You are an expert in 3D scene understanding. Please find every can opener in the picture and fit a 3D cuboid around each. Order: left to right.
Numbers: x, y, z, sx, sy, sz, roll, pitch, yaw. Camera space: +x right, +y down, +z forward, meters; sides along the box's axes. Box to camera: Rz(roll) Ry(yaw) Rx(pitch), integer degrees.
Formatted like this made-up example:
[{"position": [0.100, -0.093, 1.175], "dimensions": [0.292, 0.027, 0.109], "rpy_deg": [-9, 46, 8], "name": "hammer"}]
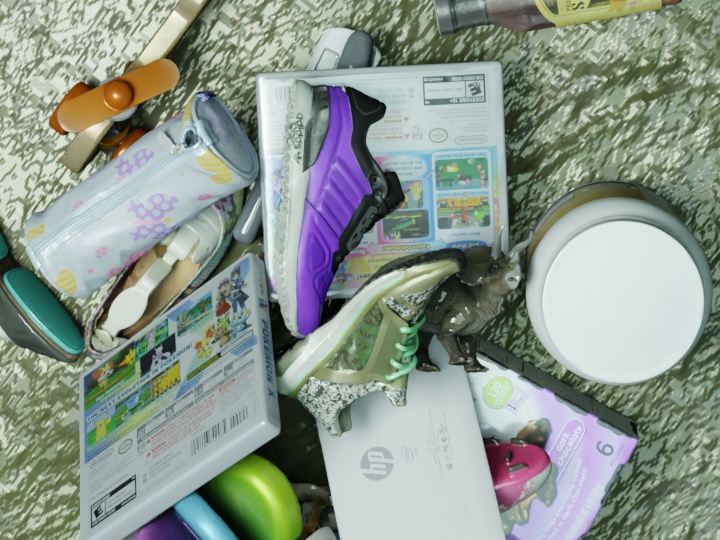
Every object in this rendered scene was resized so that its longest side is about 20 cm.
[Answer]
[{"position": [-0.045, -0.107, 1.659], "dimensions": [0.053, 0.067, 0.201], "rpy_deg": [26, 92, 0], "name": "can opener"}]

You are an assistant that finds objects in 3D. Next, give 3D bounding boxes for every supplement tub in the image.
[{"position": [0.201, 0.009, 1.592], "dimensions": [0.143, 0.200, 0.146], "rpy_deg": [1, 98, 4], "name": "supplement tub"}]

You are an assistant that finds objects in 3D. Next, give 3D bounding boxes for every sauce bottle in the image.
[{"position": [0.158, -0.226, 1.630], "dimensions": [0.198, 0.066, 0.067], "rpy_deg": [-12, 97, 5], "name": "sauce bottle"}]

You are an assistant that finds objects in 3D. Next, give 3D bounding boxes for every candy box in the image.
[{"position": [0.105, 0.157, 1.685], "dimensions": [0.199, 0.072, 0.169], "rpy_deg": [28, 100, 0], "name": "candy box"}]

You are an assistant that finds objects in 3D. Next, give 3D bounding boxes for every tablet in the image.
[{"position": [0.034, 0.148, 1.598], "dimensions": [0.129, 0.014, 0.202], "rpy_deg": [-18, 63, 10], "name": "tablet"}]

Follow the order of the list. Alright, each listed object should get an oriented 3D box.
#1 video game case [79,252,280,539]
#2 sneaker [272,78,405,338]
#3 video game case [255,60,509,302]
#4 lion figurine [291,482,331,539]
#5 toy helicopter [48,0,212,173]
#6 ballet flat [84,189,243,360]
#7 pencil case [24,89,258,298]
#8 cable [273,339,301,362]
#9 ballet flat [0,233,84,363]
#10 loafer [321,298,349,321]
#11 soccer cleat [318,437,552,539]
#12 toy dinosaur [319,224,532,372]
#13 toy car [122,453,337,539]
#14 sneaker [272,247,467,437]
[{"position": [-0.147, 0.104, 1.591], "dimensions": [0.199, 0.183, 0.022], "rpy_deg": [-35, 129, 24], "name": "video game case"}, {"position": [-0.014, -0.045, 1.576], "dimensions": [0.098, 0.070, 0.202], "rpy_deg": [4, 97, -8], "name": "sneaker"}, {"position": [0.019, -0.072, 1.623], "dimensions": [0.198, 0.024, 0.184], "rpy_deg": [-3, 97, -5], "name": "video game case"}, {"position": [-0.087, 0.265, 1.720], "dimensions": [0.121, 0.073, 0.202], "rpy_deg": [18, 105, 3], "name": "lion figurine"}, {"position": [-0.178, -0.162, 1.629], "dimensions": [0.079, 0.132, 0.200], "rpy_deg": [38, 99, -2], "name": "toy helicopter"}, {"position": [-0.163, -0.003, 1.682], "dimensions": [0.069, 0.071, 0.201], "rpy_deg": [36, 99, -1], "name": "ballet flat"}, {"position": [-0.175, -0.058, 1.615], "dimensions": [0.199, 0.091, 0.083], "rpy_deg": [-34, 93, 23], "name": "pencil case"}, {"position": [-0.121, 0.090, 1.646], "dimensions": [0.199, 0.097, 0.051], "rpy_deg": [-18, 108, 32], "name": "cable"}, {"position": [-0.311, 0.008, 1.702], "dimensions": [0.068, 0.068, 0.201], "rpy_deg": [-38, 84, 18], "name": "ballet flat"}, {"position": [0.000, 0.000, 1.669], "dimensions": [0.071, 0.073, 0.202], "rpy_deg": [8, 99, 5], "name": "loafer"}, {"position": [0.065, 0.198, 1.631], "dimensions": [0.198, 0.070, 0.087], "rpy_deg": [-17, 113, 9], "name": "soccer cleat"}, {"position": [0.055, 0.026, 1.591], "dimensions": [0.199, 0.077, 0.103], "rpy_deg": [-3, 79, 34], "name": "toy dinosaur"}, {"position": [-0.128, 0.232, 1.597], "dimensions": [0.175, 0.150, 0.200], "rpy_deg": [47, 126, 12], "name": "toy car"}, {"position": [0.021, 0.057, 1.538], "dimensions": [0.200, 0.077, 0.089], "rpy_deg": [-41, 84, 33], "name": "sneaker"}]
